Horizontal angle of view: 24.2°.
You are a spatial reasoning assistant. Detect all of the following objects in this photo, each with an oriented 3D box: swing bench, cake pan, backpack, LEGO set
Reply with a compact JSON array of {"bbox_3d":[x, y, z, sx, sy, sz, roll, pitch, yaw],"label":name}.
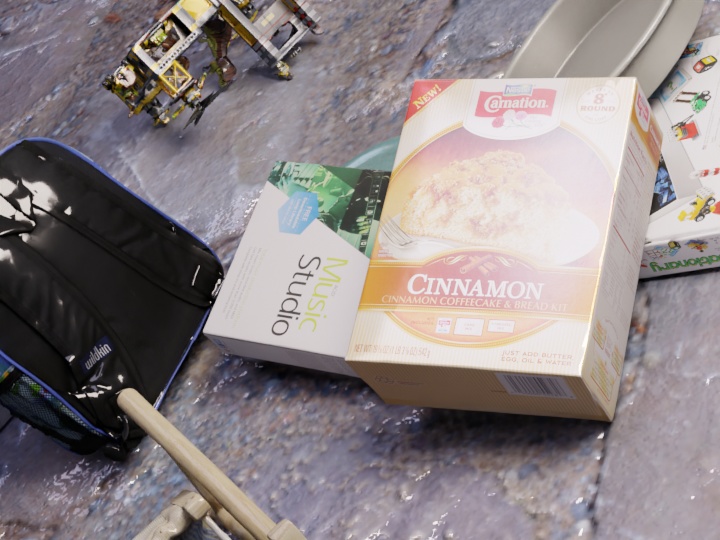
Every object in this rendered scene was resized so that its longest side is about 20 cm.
[{"bbox_3d":[-0.130,0.213,0.989,0.199,0.130,0.200,-44,41,-13],"label":"swing bench"},{"bbox_3d":[0.169,-0.156,1.190,0.200,0.037,0.201,-45,20,21],"label":"cake pan"},{"bbox_3d":[-0.229,0.018,1.232,0.147,0.200,0.184,-22,33,52],"label":"backpack"},{"bbox_3d":[-0.124,-0.192,1.503,0.200,0.116,0.154,-48,7,-24],"label":"LEGO set"}]

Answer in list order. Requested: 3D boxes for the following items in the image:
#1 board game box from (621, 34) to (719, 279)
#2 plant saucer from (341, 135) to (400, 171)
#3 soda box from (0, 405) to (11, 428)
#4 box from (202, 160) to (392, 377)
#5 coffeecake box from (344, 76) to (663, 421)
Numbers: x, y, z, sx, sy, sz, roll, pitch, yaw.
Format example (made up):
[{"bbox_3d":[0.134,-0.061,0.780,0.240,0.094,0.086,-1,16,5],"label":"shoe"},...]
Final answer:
[{"bbox_3d":[0.216,-0.080,1.117,0.126,0.035,0.201,-10,42,34],"label":"board game box"},{"bbox_3d":[0.020,-0.045,1.238,0.200,0.039,0.202,-22,38,18],"label":"plant saucer"},{"bbox_3d":[-0.283,0.058,1.351,0.068,0.064,0.200,17,61,48],"label":"soda box"},{"bbox_3d":[0.000,0.000,1.155,0.199,0.036,0.145,8,66,33],"label":"box"},{"bbox_3d":[0.092,-0.017,1.045,0.153,0.073,0.201,2,64,26],"label":"coffeecake box"}]
